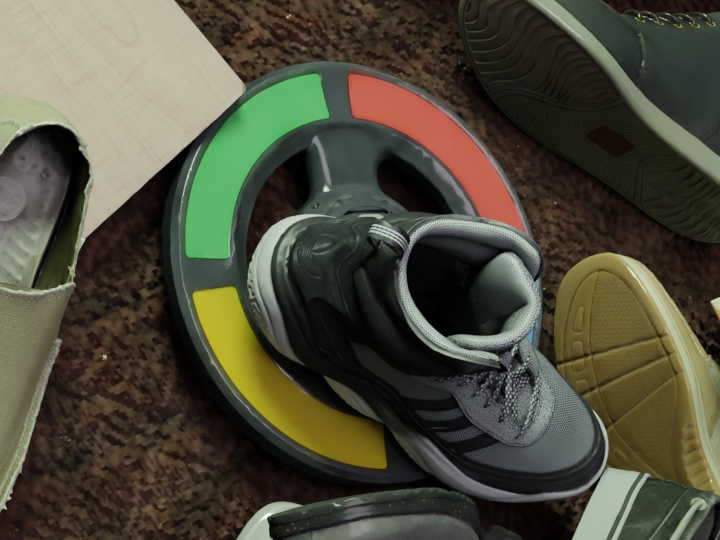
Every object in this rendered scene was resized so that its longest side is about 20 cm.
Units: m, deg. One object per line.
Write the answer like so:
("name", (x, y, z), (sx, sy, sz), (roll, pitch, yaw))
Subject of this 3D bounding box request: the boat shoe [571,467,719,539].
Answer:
("boat shoe", (0.114, 0.165, 0.967), (0.071, 0.063, 0.200), (79, 27, -42))

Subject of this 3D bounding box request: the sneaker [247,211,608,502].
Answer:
("sneaker", (0.052, 0.039, 0.952), (0.200, 0.114, 0.076), (35, 66, -25))

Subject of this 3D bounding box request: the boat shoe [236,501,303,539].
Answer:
("boat shoe", (-0.029, 0.190, 0.923), (0.071, 0.069, 0.201), (18, 65, -23))

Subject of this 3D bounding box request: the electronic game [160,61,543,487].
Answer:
("electronic game", (0.000, 0.000, 1.018), (0.199, 0.042, 0.201), (10, 70, -28))

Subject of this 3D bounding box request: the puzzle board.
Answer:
("puzzle board", (-0.165, -0.107, 0.953), (0.151, 0.017, 0.200), (-44, 99, -22))

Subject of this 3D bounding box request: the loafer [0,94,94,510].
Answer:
("loafer", (-0.157, 0.019, 0.889), (0.075, 0.068, 0.201), (16, 76, -22))

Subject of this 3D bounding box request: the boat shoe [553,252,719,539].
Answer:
("boat shoe", (0.157, 0.084, 1.077), (0.069, 0.074, 0.201), (-16, 83, -53))

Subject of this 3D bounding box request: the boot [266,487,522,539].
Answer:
("boot", (0.029, 0.166, 0.921), (0.200, 0.070, 0.132), (28, 55, -57))

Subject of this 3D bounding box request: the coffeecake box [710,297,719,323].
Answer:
("coffeecake box", (0.239, 0.095, 1.065), (0.073, 0.153, 0.201), (-21, 85, 11))

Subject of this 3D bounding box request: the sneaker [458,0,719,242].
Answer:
("sneaker", (0.134, -0.110, 1.123), (0.200, 0.075, 0.107), (39, 54, -26))
